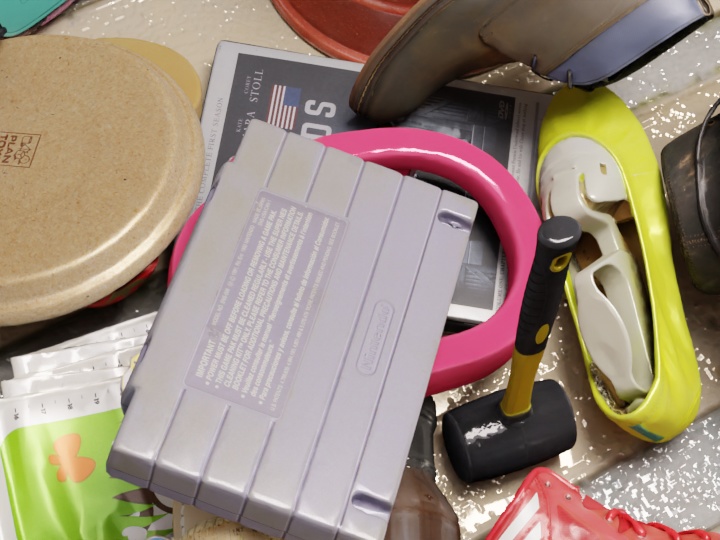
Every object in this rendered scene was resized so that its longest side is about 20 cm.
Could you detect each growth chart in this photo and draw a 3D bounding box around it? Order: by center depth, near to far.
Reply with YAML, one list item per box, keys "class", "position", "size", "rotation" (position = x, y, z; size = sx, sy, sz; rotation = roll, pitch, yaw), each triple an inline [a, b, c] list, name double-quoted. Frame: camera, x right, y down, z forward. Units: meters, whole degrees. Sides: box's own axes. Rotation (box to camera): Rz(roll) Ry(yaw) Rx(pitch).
- class: "growth chart"
  position: [-0.103, 0.084, 0.777]
  size: [0.198, 0.018, 0.146]
  rotation: [-22, 79, -14]

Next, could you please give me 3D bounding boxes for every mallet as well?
- class: "mallet"
  position: [0.069, 0.041, 0.723]
  size: [0.065, 0.201, 0.041]
  rotation: [-21, 60, -7]

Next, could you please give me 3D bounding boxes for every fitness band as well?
- class: "fitness band"
  position: [0.000, 0.000, 0.786]
  size: [0.198, 0.038, 0.145]
  rotation: [-13, 64, -19]

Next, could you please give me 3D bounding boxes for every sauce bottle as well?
- class: "sauce bottle"
  position: [0.019, 0.151, 0.737]
  size: [0.064, 0.065, 0.202]
  rotation: [3, 54, -3]

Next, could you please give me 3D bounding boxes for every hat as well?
- class: "hat"
  position: [0.204, -0.036, 0.820]
  size: [0.080, 0.200, 0.203]
  rotation: [-16, 59, 31]

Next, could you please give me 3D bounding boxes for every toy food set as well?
- class: "toy food set"
  position: [-0.178, -0.050, 0.821]
  size: [0.195, 0.049, 0.202]
  rotation: [-8, 54, -1]

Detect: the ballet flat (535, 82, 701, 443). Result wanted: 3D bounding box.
- class: "ballet flat"
  position: [0.127, -0.010, 0.805]
  size: [0.067, 0.066, 0.203]
  rotation: [5, 67, -50]

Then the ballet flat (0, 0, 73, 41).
- class: "ballet flat"
  position: [-0.155, -0.201, 0.905]
  size: [0.199, 0.070, 0.071]
  rotation: [-35, 45, -19]

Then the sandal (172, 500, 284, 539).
- class: "sandal"
  position: [-0.052, 0.153, 0.686]
  size: [0.076, 0.070, 0.215]
  rotation: [6, 87, -1]

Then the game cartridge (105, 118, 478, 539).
- class: "game cartridge"
  position: [-0.028, 0.027, 0.718]
  size: [0.128, 0.039, 0.202]
  rotation: [18, 53, 2]

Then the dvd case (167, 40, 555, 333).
- class: "dvd case"
  position: [0.005, -0.045, 0.856]
  size: [0.197, 0.025, 0.152]
  rotation: [9, 64, -1]

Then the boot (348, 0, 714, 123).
- class: "boot"
  position: [0.086, -0.117, 0.807]
  size: [0.199, 0.075, 0.097]
  rotation: [-39, 80, 24]

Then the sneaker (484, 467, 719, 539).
- class: "sneaker"
  position: [0.141, 0.131, 0.752]
  size: [0.198, 0.079, 0.116]
  rotation: [-21, 68, -15]

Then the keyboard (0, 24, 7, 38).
- class: "keyboard"
  position: [-0.275, -0.074, 0.802]
  size: [0.198, 0.104, 0.040]
  rotation: [-24, 101, 1]

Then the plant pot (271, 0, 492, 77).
- class: "plant pot"
  position: [0.039, -0.245, 0.861]
  size: [0.198, 0.196, 0.203]
  rotation: [2, 63, -4]
